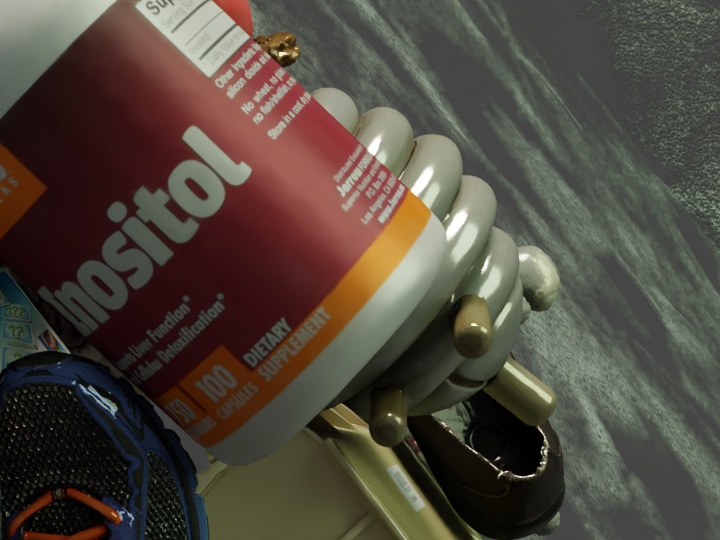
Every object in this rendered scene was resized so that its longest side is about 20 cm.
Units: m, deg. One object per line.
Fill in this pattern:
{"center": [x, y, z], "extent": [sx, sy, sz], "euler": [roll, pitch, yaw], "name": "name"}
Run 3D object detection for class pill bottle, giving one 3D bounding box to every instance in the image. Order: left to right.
{"center": [-0.077, -0.039, 0.660], "extent": [0.200, 0.113, 0.113], "euler": [43, 18, -6], "name": "pill bottle"}

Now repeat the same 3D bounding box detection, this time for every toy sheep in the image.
{"center": [0.000, 0.000, 0.794], "extent": [0.200, 0.138, 0.138], "euler": [44, 18, -11], "name": "toy sheep"}

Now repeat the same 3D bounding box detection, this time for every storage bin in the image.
{"center": [0.010, 0.155, 0.857], "extent": [0.199, 0.094, 0.200], "euler": [52, 5, 8], "name": "storage bin"}

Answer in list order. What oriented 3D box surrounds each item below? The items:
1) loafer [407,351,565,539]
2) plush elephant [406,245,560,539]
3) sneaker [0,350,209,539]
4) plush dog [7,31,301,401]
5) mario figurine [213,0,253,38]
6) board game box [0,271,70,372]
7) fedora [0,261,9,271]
{"center": [0.035, 0.029, 0.917], "extent": [0.200, 0.073, 0.071], "euler": [52, -19, 12], "name": "loafer"}
{"center": [0.041, 0.096, 1.031], "extent": [0.200, 0.165, 0.155], "euler": [-7, 56, -52], "name": "plush elephant"}
{"center": [-0.085, 0.125, 0.637], "extent": [0.078, 0.075, 0.200], "euler": [-59, 139, -82], "name": "sneaker"}
{"center": [-0.097, -0.019, 0.930], "extent": [0.200, 0.160, 0.172], "euler": [35, 50, -50], "name": "plush dog"}
{"center": [-0.152, -0.141, 1.066], "extent": [0.200, 0.106, 0.124], "euler": [12, 77, -32], "name": "mario figurine"}
{"center": [-0.152, 0.068, 0.751], "extent": [0.126, 0.035, 0.200], "euler": [53, 17, -4], "name": "board game box"}
{"center": [-0.147, -0.095, 0.757], "extent": [0.177, 0.090, 0.200], "euler": [-32, 110, -40], "name": "fedora"}
